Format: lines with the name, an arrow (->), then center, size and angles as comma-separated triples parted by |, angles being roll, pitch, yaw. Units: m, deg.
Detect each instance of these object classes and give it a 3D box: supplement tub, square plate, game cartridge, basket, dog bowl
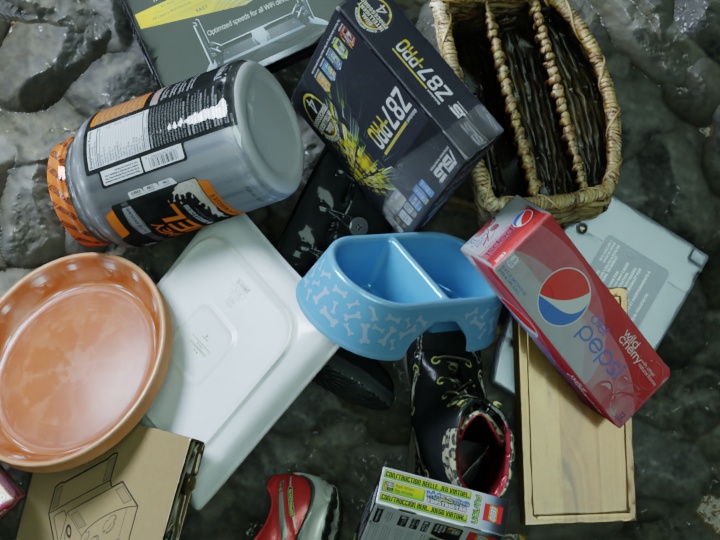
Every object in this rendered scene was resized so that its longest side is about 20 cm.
supplement tub -> -0.158, -0.093, 1.682 | 0.199, 0.122, 0.124 | -17, 86, 25
square plate -> -0.129, 0.064, 1.672 | 0.198, 0.028, 0.200 | -50, 52, 7
game cartridge -> 0.204, 0.038, 1.765 | 0.133, 0.040, 0.201 | 32, 84, -4
basket -> 0.150, -0.141, 1.701 | 0.142, 0.149, 0.202 | -13, 77, 3
dog bowl -> 0.040, 0.016, 1.646 | 0.112, 0.199, 0.050 | 49, 127, 34

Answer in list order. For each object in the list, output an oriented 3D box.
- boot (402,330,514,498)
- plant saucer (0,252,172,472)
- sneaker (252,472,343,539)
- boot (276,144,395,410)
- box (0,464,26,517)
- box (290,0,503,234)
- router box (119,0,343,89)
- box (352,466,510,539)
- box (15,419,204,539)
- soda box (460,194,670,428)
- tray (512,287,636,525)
boot -> 0.087, 0.103, 1.689 | 0.073, 0.154, 0.205 | 3, 85, -13
plant saucer -> -0.247, 0.079, 1.690 | 0.199, 0.032, 0.202 | -13, 58, 20
sneaker -> -0.075, 0.273, 1.722 | 0.084, 0.077, 0.202 | 14, 84, 18
boot -> -0.001, -0.001, 1.744 | 0.164, 0.065, 0.201 | 34, 68, -25
box -> -0.387, 0.148, 1.690 | 0.102, 0.095, 0.200 | -38, 89, -6
box -> 0.025, -0.127, 1.631 | 0.049, 0.200, 0.161 | -39, 86, -22
router box -> -0.110, -0.249, 1.759 | 0.199, 0.052, 0.158 | -24, 87, -5
box -> 0.048, 0.237, 1.662 | 0.109, 0.200, 0.035 | 15, 56, -3
box -> -0.217, 0.205, 1.660 | 0.021, 0.199, 0.165 | 21, 81, -42
soda box -> 0.171, 0.035, 1.637 | 0.070, 0.063, 0.200 | -44, 118, -6
tray -> 0.185, 0.117, 1.723 | 0.098, 0.037, 0.202 | -2, 87, -3
